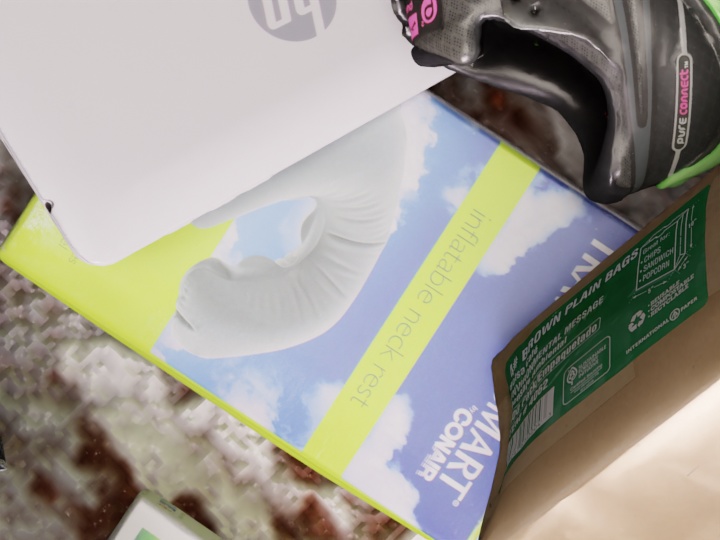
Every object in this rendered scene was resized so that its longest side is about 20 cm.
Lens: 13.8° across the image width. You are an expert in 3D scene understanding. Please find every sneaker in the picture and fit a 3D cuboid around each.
[{"bbox_3d":[0.037,-0.104,0.893,0.084,0.077,0.200,-40,83,-14],"label":"sneaker"}]

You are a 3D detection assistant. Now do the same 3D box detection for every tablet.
[{"bbox_3d":[-0.033,-0.099,0.924,0.200,0.014,0.130,-30,81,-18],"label":"tablet"}]

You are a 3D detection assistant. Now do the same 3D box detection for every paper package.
[{"bbox_3d":[0.163,0.050,0.861,0.190,0.104,0.200,38,121,-18],"label":"paper package"}]

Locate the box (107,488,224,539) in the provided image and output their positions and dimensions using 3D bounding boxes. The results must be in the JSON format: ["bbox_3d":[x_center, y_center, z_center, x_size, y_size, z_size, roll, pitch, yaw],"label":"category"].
[{"bbox_3d":[-0.029,0.185,0.964,0.200,0.036,0.145,35,92,1],"label":"box"}]

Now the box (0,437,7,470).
[{"bbox_3d":[-0.212,-0.019,0.907,0.163,0.086,0.201,-15,73,1],"label":"box"}]

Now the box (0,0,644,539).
[{"bbox_3d":[0.000,0.000,0.952,0.200,0.048,0.122,33,92,1],"label":"box"}]
